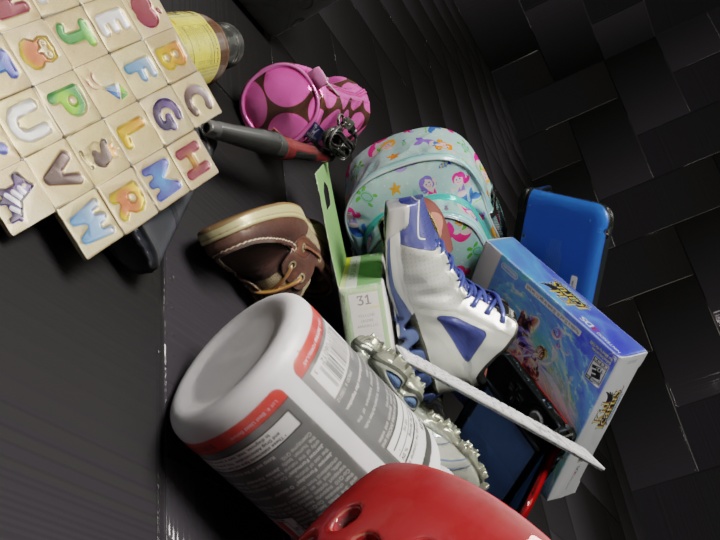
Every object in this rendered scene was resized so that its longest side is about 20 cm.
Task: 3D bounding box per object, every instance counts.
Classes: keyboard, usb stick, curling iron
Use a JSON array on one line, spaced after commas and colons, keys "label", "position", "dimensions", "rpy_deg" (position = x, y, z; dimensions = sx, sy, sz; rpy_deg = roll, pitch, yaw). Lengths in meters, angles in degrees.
[{"label": "keyboard", "position": [0.118, 0.117, 0.747], "dimensions": [0.199, 0.011, 0.056], "rpy_deg": [29, -2, -7]}, {"label": "usb stick", "position": [-0.141, -0.069, 0.628], "dimensions": [0.056, 0.032, 0.201], "rpy_deg": [58, 20, -27]}, {"label": "curling iron", "position": [-0.067, -0.117, 0.752], "dimensions": [0.025, 0.050, 0.199], "rpy_deg": [38, 24, 27]}]

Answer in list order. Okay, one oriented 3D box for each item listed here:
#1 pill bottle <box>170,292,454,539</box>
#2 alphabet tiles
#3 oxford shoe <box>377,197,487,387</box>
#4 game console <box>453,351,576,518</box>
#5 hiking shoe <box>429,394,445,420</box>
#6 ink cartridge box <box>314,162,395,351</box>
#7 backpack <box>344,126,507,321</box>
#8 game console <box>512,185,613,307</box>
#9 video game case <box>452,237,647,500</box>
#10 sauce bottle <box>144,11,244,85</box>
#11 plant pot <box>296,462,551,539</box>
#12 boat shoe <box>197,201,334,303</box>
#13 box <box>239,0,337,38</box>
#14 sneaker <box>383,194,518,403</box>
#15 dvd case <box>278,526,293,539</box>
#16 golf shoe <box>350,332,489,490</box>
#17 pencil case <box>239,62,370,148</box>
[{"label": "pill bottle", "position": [-0.019, 0.121, 0.576], "dimensions": [0.200, 0.115, 0.116], "rpy_deg": [48, 24, -21]}, {"label": "alphabet tiles", "position": [-0.167, -0.107, 0.531], "dimensions": [0.167, 0.006, 0.200], "rpy_deg": [61, 38, -14]}, {"label": "oxford shoe", "position": [0.065, 0.031, 0.869], "dimensions": [0.074, 0.070, 0.202], "rpy_deg": [-23, 91, -45]}, {"label": "game console", "position": [0.111, 0.210, 0.851], "dimensions": [0.118, 0.201, 0.173], "rpy_deg": [-6, 45, -34]}, {"label": "hiking shoe", "position": [0.054, 0.150, 0.905], "dimensions": [0.200, 0.075, 0.102], "rpy_deg": [-63, 145, -63]}, {"label": "ink cartridge box", "position": [0.000, 0.000, 0.812], "dimensions": [0.146, 0.047, 0.202], "rpy_deg": [-83, 165, -79]}, {"label": "backpack", "position": [0.071, -0.052, 0.985], "dimensions": [0.151, 0.176, 0.201], "rpy_deg": [-86, 156, -57]}, {"label": "game console", "position": [0.220, 0.014, 0.965], "dimensions": [0.117, 0.170, 0.202], "rpy_deg": [-1, 104, -38]}, {"label": "video game case", "position": [0.172, 0.096, 0.888], "dimensions": [0.045, 0.183, 0.200], "rpy_deg": [-7, 37, -33]}, {"label": "sauce bottle", "position": [-0.144, -0.173, 0.694], "dimensions": [0.065, 0.064, 0.200], "rpy_deg": [64, 17, -11]}, {"label": "plant pot", "position": [0.015, 0.228, 0.420], "dimensions": [0.182, 0.200, 0.202], "rpy_deg": [-39, 110, -32]}, {"label": "boat shoe", "position": [-0.066, -0.005, 0.717], "dimensions": [0.200, 0.072, 0.073], "rpy_deg": [20, 50, -75]}, {"label": "box", "position": [-0.096, -0.382, 0.932], "dimensions": [0.200, 0.147, 0.125], "rpy_deg": [41, 31, -55]}, {"label": "sneaker", "position": [0.084, 0.024, 0.794], "dimensions": [0.081, 0.114, 0.202], "rpy_deg": [-91, 172, -73]}, {"label": "dvd case", "position": [-0.020, 0.173, 0.713], "dimensions": [0.152, 0.025, 0.200], "rpy_deg": [67, 17, -1]}, {"label": "golf shoe", "position": [0.031, 0.145, 0.729], "dimensions": [0.200, 0.097, 0.078], "rpy_deg": [50, -12, -30]}, {"label": "pencil case", "position": [-0.047, -0.170, 0.913], "dimensions": [0.091, 0.094, 0.200], "rpy_deg": [49, 16, 2]}]
